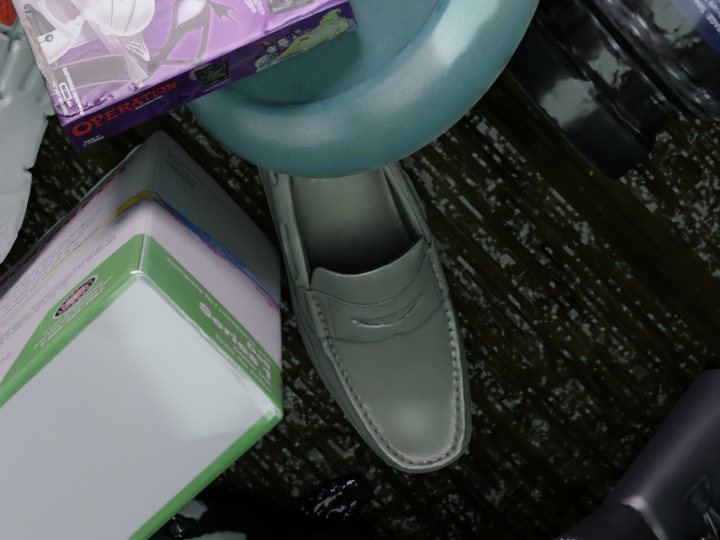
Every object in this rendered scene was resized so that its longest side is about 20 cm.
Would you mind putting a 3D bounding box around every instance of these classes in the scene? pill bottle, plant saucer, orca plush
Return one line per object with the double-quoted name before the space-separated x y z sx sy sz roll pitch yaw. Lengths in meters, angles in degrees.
"pill bottle" 0.150 -0.132 0.968 0.200 0.112 0.112 -41 102 11
"plant saucer" -0.013 -0.137 0.945 0.200 0.027 0.201 -6 80 35
"orca plush" -0.002 0.121 1.062 0.200 0.105 0.071 7 69 16

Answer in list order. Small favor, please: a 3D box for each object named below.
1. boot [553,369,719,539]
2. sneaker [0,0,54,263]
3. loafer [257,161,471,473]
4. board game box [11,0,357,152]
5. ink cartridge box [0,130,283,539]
"boot" 0.143 0.162 1.036 0.168 0.076 0.200 -39 123 -32
"sneaker" -0.162 -0.092 1.001 0.077 0.082 0.200 34 81 -50
"loafer" 0.000 0.000 1.026 0.070 0.070 0.200 -23 105 -2
"board game box" -0.093 -0.155 0.941 0.120 0.032 0.200 -23 66 -4
"ink cartridge box" -0.108 0.042 0.975 0.145 0.200 0.084 -42 105 11
